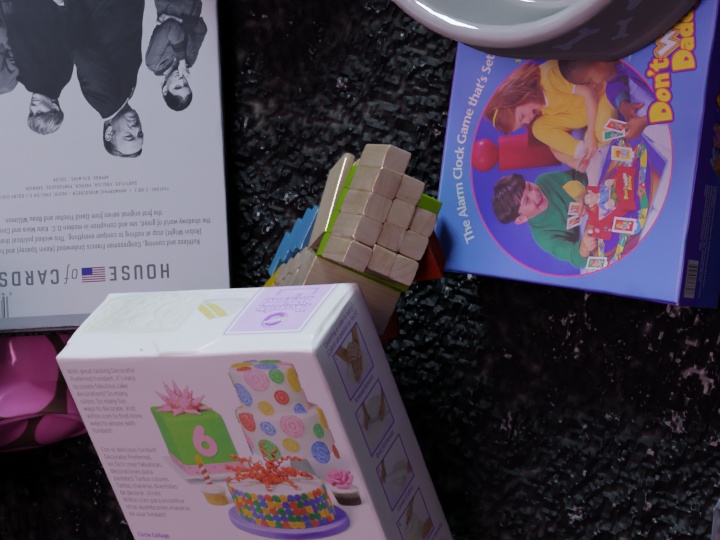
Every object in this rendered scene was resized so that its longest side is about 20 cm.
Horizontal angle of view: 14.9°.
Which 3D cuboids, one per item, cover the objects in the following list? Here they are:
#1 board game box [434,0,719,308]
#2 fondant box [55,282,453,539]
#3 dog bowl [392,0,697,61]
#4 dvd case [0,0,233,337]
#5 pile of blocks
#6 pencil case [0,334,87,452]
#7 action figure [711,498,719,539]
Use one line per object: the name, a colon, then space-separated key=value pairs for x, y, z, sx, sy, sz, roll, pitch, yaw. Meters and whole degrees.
board game box: x=0.111 y=-0.090 z=1.283 sx=0.134 sy=0.045 sz=0.201 roll=9 pitch=92 yaw=32
fondant box: x=-0.040 y=0.105 z=1.298 sx=0.144 sy=0.058 sz=0.201 roll=-3 pitch=123 yaw=31
dog bowl: x=0.075 y=-0.189 z=1.236 sx=0.199 sy=0.059 sz=0.201 roll=4 pitch=97 yaw=33
dvd case: x=-0.143 y=-0.068 z=1.402 sx=0.149 sy=0.025 sz=0.201 roll=-3 pitch=83 yaw=-2
pile of blocks: x=0.000 y=0.000 z=1.319 sx=0.200 sy=0.062 sz=0.082 roll=-42 pitch=28 yaw=59
pencil case: x=-0.201 y=-0.004 z=1.449 sx=0.094 sy=0.090 sz=0.201 roll=-23 pitch=73 yaw=50
action figure: x=0.191 y=0.169 z=1.190 sx=0.193 sy=0.105 sz=0.201 roll=-23 pitch=101 yaw=23
